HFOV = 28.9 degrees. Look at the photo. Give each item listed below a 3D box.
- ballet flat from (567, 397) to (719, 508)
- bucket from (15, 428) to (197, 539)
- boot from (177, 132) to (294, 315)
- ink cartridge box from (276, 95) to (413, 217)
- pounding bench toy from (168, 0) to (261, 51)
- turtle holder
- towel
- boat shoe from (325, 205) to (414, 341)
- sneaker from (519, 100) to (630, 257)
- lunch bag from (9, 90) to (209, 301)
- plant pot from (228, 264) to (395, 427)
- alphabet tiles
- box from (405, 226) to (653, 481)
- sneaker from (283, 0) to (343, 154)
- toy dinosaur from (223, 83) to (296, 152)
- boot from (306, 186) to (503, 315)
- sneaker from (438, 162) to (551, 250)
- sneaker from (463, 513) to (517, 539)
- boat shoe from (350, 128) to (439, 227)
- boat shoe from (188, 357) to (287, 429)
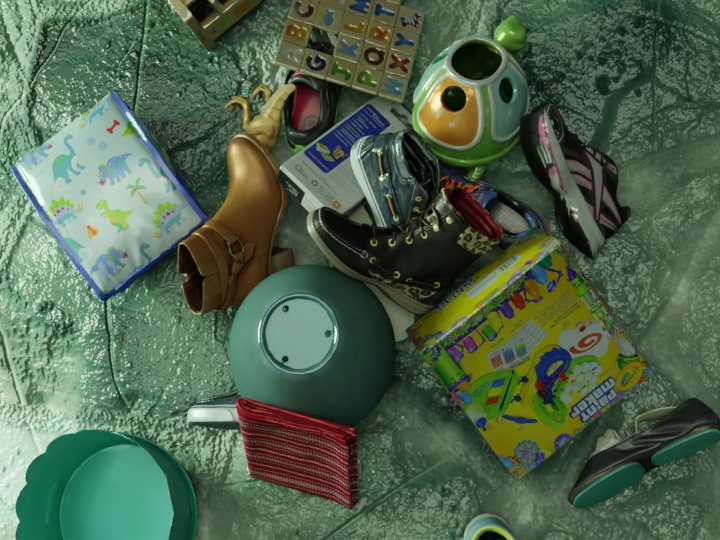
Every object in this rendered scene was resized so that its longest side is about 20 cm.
[{"bbox_3d":[0.325,0.208,1.633,0.198,0.073,0.074,-29,79,9],"label":"ballet flat"},{"bbox_3d":[-0.298,0.292,1.664,0.204,0.135,0.210,-1,83,8],"label":"bucket"},{"bbox_3d":[-0.163,-0.054,1.671,0.076,0.154,0.203,5,109,44],"label":"boot"},{"bbox_3d":[-0.003,-0.138,1.710,0.095,0.037,0.200,43,59,10],"label":"ink cartridge box"},{"bbox_3d":[-0.184,-0.391,1.713,0.155,0.200,0.125,-38,79,1],"label":"pounding bench toy"},{"bbox_3d":[0.148,-0.213,1.666,0.184,0.132,0.141,-25,58,-20],"label":"turtle holder"},{"bbox_3d":[-0.071,0.214,1.617,0.143,0.201,0.023,15,59,10],"label":"towel"},{"bbox_3d":[0.003,-0.001,1.704,0.071,0.060,0.203,-22,79,-27],"label":"boat shoe"},{"bbox_3d":[0.258,-0.121,1.658,0.086,0.080,0.201,-34,120,-12],"label":"sneaker"},{"bbox_3d":[-0.302,-0.086,1.724,0.169,0.127,0.201,-38,69,1],"label":"lunch bag"},{"bbox_3d":[-0.061,0.082,1.586,0.197,0.135,0.203,-1,78,4],"label":"plant pot"},{"bbox_3d":[-0.004,-0.316,1.734,0.165,0.008,0.202,16,66,-4],"label":"alphabet tiles"},{"bbox_3d":[0.191,0.093,1.602,0.199,0.122,0.193,-37,102,1],"label":"box"},{"bbox_3d":[-0.054,-0.244,1.734,0.076,0.084,0.203,3,83,7],"label":"sneaker"},{"bbox_3d":[-0.113,-0.188,1.722,0.060,0.201,0.107,-10,53,-35],"label":"toy dinosaur"},{"bbox_3d":[0.052,-0.043,1.593,0.199,0.074,0.150,35,124,-24],"label":"boot"},{"bbox_3d":[0.140,-0.083,1.688,0.198,0.078,0.076,22,84,10],"label":"sneaker"},{"bbox_3d":[0.171,0.377,1.591,0.079,0.131,0.202,-27,80,2],"label":"sneaker"},{"bbox_3d":[0.064,-0.072,1.651,0.071,0.090,0.202,-42,112,-36],"label":"boat shoe"},{"bbox_3d":[-0.112,0.140,1.692,0.197,0.071,0.092,-5,76,2],"label":"boat shoe"}]
